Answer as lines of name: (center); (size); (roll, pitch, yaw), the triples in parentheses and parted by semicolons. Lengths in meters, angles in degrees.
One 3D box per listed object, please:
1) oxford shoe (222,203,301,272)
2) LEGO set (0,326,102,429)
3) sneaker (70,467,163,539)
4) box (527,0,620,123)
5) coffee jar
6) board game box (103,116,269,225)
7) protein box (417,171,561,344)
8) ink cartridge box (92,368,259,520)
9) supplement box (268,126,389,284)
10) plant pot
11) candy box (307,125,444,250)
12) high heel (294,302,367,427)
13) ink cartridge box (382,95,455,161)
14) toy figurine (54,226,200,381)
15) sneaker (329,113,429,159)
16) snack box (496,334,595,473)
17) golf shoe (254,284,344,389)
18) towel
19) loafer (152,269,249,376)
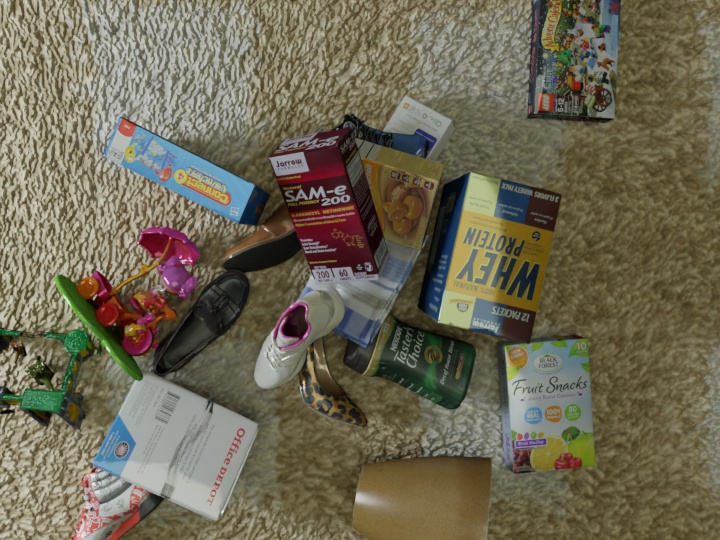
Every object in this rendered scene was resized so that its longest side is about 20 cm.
oxford shoe: (-0.129, -0.059, 0.975); (0.196, 0.072, 0.073); (-26, 64, -1)
LEGO set: (-0.491, 0.165, 0.945); (0.193, 0.117, 0.158); (-1, 63, -7)
sneaker: (-0.408, 0.373, 0.960); (0.200, 0.067, 0.109); (-40, 93, -5)
box: (0.342, -0.346, 1.000); (0.132, 0.038, 0.207); (2, 92, -4)
coffee jar: (0.074, 0.133, 0.968); (0.195, 0.086, 0.107); (21, 69, -4)
board game box: (-0.234, -0.133, 0.888); (0.192, 0.200, 0.057); (26, 92, -4)
protein box: (0.179, -0.020, 0.919); (0.131, 0.199, 0.206); (12, 91, -3)
ink cartridge box: (-0.269, 0.262, 0.932); (0.196, 0.084, 0.148); (26, 67, -5)
supplement box: (-0.038, -0.083, 0.854); (0.106, 0.061, 0.204); (-4, 122, 25)
plant pot: (0.092, 0.365, 0.951); (0.194, 0.186, 0.193); (8, 91, 11)
candy box: (0.011, -0.116, 0.886); (0.194, 0.056, 0.118); (17, 128, 7)
high heel: (-0.046, 0.141, 0.970); (0.197, 0.071, 0.145); (33, 96, 5)
ink cartridge box: (0.056, -0.164, 0.970); (0.094, 0.037, 0.203); (33, 88, 24)
toy figurine: (-0.312, 0.025, 0.917); (0.183, 0.151, 0.200); (-41, 68, -11)
sneaker: (0.005, -0.178, 0.918); (0.194, 0.090, 0.080); (0, 58, 22)
snack box: (0.298, 0.214, 1.006); (0.138, 0.053, 0.207); (-4, 92, -5)
golf shoe: (-0.108, 0.100, 0.902); (0.075, 0.091, 0.201); (46, 114, 18)
towel: (0.000, 0.000, 0.949); (0.144, 0.024, 0.203); (24, 76, 21)
loafer: (-0.243, 0.087, 0.955); (0.072, 0.063, 0.200); (43, 94, -12)
